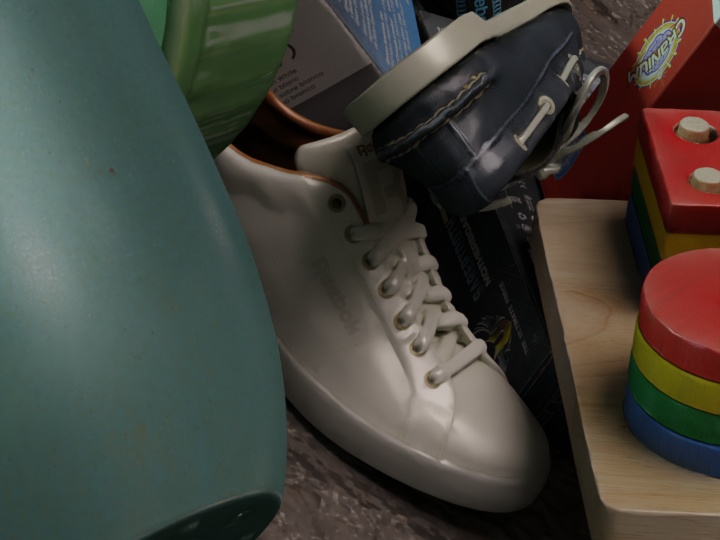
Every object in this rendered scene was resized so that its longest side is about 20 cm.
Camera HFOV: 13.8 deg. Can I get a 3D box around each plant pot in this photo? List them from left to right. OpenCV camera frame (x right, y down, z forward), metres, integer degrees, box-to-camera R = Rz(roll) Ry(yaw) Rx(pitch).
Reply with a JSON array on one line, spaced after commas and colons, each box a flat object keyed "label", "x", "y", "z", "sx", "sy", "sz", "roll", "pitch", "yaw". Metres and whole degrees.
[{"label": "plant pot", "x": -0.114, "y": 0.030, "z": 0.829, "sx": 0.200, "sy": 0.200, "sz": 0.161, "roll": -16, "pitch": 70, "yaw": -50}]

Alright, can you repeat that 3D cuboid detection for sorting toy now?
[{"label": "sorting toy", "x": 0.171, "y": 0.015, "z": 1.022, "sx": 0.199, "sy": 0.070, "sz": 0.199, "roll": 3, "pitch": 31, "yaw": -6}]

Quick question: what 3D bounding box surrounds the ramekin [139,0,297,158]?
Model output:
[{"label": "ramekin", "x": -0.117, "y": -0.105, "z": 0.987, "sx": 0.200, "sy": 0.200, "sz": 0.098, "roll": 46, "pitch": 27, "yaw": 15}]

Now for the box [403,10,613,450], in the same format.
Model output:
[{"label": "box", "x": 0.100, "y": -0.008, "z": 1.186, "sx": 0.157, "sy": 0.051, "sz": 0.200, "roll": 12, "pitch": 40, "yaw": -30}]

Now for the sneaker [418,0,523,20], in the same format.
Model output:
[{"label": "sneaker", "x": 0.037, "y": -0.154, "z": 1.307, "sx": 0.073, "sy": 0.082, "sz": 0.200, "roll": -9, "pitch": 21, "yaw": 4}]

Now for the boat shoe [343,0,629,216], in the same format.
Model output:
[{"label": "boat shoe", "x": 0.051, "y": -0.059, "z": 1.058, "sx": 0.062, "sy": 0.075, "sz": 0.200, "roll": 54, "pitch": 13, "yaw": 1}]

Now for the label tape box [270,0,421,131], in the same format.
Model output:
[{"label": "label tape box", "x": -0.051, "y": -0.142, "z": 1.126, "sx": 0.200, "sy": 0.063, "sz": 0.145, "roll": 50, "pitch": 20, "yaw": -39}]

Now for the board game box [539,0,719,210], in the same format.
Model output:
[{"label": "board game box", "x": 0.183, "y": -0.073, "z": 1.111, "sx": 0.152, "sy": 0.200, "sz": 0.040, "roll": 18, "pitch": 37, "yaw": -24}]

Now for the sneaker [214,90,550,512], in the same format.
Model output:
[{"label": "sneaker", "x": 0.000, "y": 0.000, "z": 1.058, "sx": 0.200, "sy": 0.085, "sz": 0.073, "roll": 43, "pitch": 32, "yaw": 8}]
